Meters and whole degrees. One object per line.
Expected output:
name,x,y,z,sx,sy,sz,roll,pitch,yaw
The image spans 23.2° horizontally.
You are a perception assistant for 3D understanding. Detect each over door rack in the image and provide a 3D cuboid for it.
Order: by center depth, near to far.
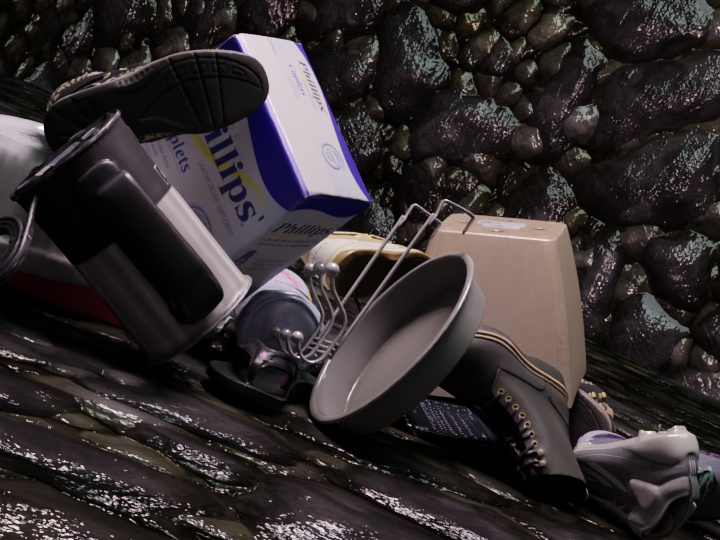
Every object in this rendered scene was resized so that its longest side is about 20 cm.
over door rack,0.000,0.000,1.611,0.067,0.200,0.148,48,-7,-7

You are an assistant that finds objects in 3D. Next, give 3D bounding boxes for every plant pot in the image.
plant pot,0.151,0.036,1.953,0.198,0.179,0.200,5,11,12

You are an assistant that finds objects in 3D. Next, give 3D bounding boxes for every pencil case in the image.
pencil case,-0.082,0.050,1.768,0.090,0.083,0.200,31,4,-10

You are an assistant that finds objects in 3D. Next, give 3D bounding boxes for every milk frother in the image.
milk frother,-0.223,0.005,1.453,0.189,0.199,0.181,52,5,-14

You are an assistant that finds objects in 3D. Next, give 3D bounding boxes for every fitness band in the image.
fitness band,-0.261,0.013,1.659,0.199,0.038,0.144,19,9,-27

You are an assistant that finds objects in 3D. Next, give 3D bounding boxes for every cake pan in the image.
cake pan,0.037,0.069,1.561,0.037,0.200,0.200,43,-1,-16

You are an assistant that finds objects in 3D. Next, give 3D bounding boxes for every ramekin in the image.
ramekin,-0.289,-0.068,1.607,0.199,0.106,0.200,18,10,-3

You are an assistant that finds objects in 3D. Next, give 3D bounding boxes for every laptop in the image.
laptop,0.084,0.105,1.772,0.198,0.104,0.177,12,7,-6

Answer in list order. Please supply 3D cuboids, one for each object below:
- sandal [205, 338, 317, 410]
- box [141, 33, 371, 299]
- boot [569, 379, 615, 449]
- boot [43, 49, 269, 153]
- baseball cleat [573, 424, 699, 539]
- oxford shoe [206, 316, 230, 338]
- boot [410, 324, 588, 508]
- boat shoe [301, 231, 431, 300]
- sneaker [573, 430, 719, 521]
sandal,-0.084,0.086,1.573,0.075,0.048,0.200,24,5,12
box,-0.119,-0.092,1.659,0.105,0.200,0.185,4,56,-53
boot,0.248,0.165,2.063,0.199,0.074,0.150,18,3,43
boot,-0.192,-0.159,1.595,0.202,0.074,0.154,-16,14,-10
baseball cleat,0.248,0.208,1.675,0.069,0.107,0.200,5,-17,-26
oxford shoe,-0.163,0.027,1.802,0.075,0.058,0.200,18,4,-7
boot,0.135,0.135,1.637,0.199,0.077,0.139,20,40,-33
boat shoe,0.011,-0.006,1.806,0.066,0.074,0.200,35,9,31
sneaker,0.319,0.220,1.810,0.198,0.075,0.088,12,2,-4
